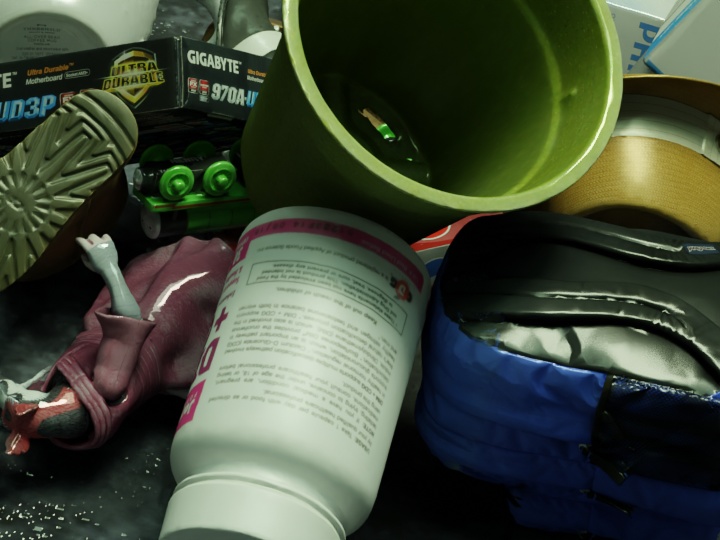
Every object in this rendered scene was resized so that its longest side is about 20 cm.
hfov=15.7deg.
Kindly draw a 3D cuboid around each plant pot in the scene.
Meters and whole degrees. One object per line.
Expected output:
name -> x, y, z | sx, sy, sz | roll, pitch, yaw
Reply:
plant pot -> 0.017, -0.091, 1.478 | 0.199, 0.190, 0.201 | 9, 66, -21

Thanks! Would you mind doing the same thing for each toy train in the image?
toy train -> -0.049, -0.052, 1.583 | 0.199, 0.057, 0.042 | -8, 32, -29

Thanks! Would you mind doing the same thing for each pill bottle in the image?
pill bottle -> -0.037, 0.076, 1.405 | 0.113, 0.114, 0.201 | 15, 58, 2

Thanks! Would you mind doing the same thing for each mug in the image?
mug -> -0.183, -0.185, 1.773 | 0.199, 0.148, 0.176 | 12, 39, -12

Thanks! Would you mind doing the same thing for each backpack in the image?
backpack -> 0.129, 0.067, 1.480 | 0.199, 0.168, 0.163 | 14, 30, 1

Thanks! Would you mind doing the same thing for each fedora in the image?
fedora -> 0.168, -0.036, 1.562 | 0.200, 0.201, 0.082 | 7, 57, -9

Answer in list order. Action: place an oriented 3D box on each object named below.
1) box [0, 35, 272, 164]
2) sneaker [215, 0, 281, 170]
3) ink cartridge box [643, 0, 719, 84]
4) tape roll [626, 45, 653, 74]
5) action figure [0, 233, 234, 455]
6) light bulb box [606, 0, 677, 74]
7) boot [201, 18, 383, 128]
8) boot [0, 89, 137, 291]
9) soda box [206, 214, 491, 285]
box -> -0.148, -0.100, 1.605 | 0.199, 0.046, 0.159 | -6, -7, 30
sneaker -> -0.049, -0.111, 1.720 | 0.088, 0.074, 0.201 | -8, 61, 4
ink cartridge box -> 0.275, -0.138, 1.720 | 0.146, 0.084, 0.200 | 42, 22, -2
tape roll -> 0.252, -0.065, 1.747 | 0.200, 0.066, 0.201 | 35, 23, -17
action figure -> -0.139, 0.060, 1.486 | 0.149, 0.134, 0.200 | 50, 41, -5
light bulb box -> 0.139, -0.196, 1.921 | 0.199, 0.125, 0.198 | 17, 33, 7
boot -> -0.049, -0.109, 1.780 | 0.200, 0.074, 0.075 | 36, 51, 29
boot -> -0.198, -0.020, 1.514 | 0.175, 0.200, 0.066 | -36, 87, -13
soda box -> 0.000, 0.000, 1.631 | 0.199, 0.064, 0.070 | -13, 39, -34
